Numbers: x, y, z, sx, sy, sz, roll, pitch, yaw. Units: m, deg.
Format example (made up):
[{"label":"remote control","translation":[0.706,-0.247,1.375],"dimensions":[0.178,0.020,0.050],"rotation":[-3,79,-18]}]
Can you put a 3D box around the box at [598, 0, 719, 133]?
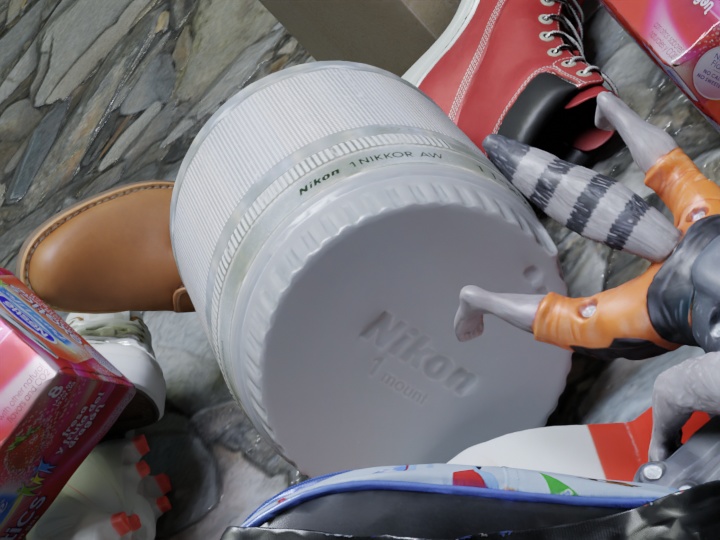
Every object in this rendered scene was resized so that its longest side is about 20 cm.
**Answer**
[{"label":"box","translation":[0.172,-0.130,0.861],"dimensions":[0.095,0.100,0.200],"rotation":[-42,28,10]}]

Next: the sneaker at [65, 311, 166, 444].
[{"label":"sneaker","translation":[-0.149,0.049,1.033],"dimensions":[0.200,0.072,0.085],"rotation":[140,133,-72]}]

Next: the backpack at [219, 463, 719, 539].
[{"label":"backpack","translation":[0.032,0.144,0.580],"dimensions":[0.154,0.189,0.202],"rotation":[135,146,-78]}]

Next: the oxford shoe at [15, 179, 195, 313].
[{"label":"oxford shoe","translation":[-0.086,-0.008,1.005],"dimensions":[0.071,0.198,0.072],"rotation":[-141,48,-58]}]

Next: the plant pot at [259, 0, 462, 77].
[{"label":"plant pot","translation":[0.028,-0.227,1.105],"dimensions":[0.200,0.200,0.177],"rotation":[-49,34,-3]}]

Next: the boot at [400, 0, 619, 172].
[{"label":"boot","translation":[0.111,-0.126,0.988],"dimensions":[0.144,0.072,0.201],"rotation":[14,67,53]}]

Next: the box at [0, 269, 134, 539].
[{"label":"box","translation":[-0.217,0.100,0.892],"dimensions":[0.100,0.095,0.200],"rotation":[40,94,18]}]

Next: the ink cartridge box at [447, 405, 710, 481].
[{"label":"ink cartridge box","translation":[0.085,0.115,0.726],"dimensions":[0.200,0.050,0.163],"rotation":[-42,28,18]}]

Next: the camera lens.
[{"label":"camera lens","translation":[0.000,0.000,0.871],"dimensions":[0.160,0.160,0.200],"rotation":[-45,27,6]}]

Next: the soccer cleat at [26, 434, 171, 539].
[{"label":"soccer cleat","translation":[-0.142,0.149,0.966],"dimensions":[0.077,0.070,0.200],"rotation":[-26,16,4]}]

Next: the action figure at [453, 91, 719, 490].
[{"label":"action figure","translation":[0.117,0.030,0.686],"dimensions":[0.193,0.105,0.200],"rotation":[29,68,36]}]
